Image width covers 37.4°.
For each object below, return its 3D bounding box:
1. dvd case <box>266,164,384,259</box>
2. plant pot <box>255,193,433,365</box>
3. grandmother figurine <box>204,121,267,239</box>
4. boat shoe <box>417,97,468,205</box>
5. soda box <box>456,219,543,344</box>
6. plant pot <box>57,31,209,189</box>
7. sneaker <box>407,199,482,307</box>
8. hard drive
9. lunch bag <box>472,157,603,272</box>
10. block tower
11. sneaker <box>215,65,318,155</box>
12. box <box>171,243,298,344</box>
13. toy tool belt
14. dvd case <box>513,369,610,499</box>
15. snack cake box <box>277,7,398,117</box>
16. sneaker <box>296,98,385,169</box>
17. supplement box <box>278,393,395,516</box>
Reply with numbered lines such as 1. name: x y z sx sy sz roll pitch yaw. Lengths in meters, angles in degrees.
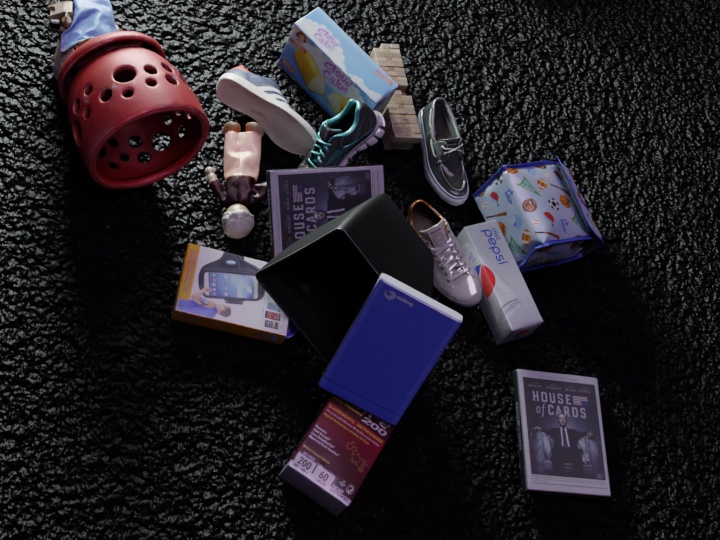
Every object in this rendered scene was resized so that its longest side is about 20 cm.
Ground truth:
1. dvd case: -0.053 -0.093 1.729 0.199 0.025 0.151 -6 96 -23
2. plant pot: 0.000 0.000 1.629 0.200 0.199 0.178 52 42 -14
3. grandmother figurine: -0.192 -0.144 1.729 0.120 0.061 0.201 -2 65 10
4. boat shoe: 0.147 -0.213 1.877 0.072 0.071 0.201 -9 68 -24
5. soda box: 0.229 0.019 1.794 0.068 0.063 0.201 -13 69 -25
6. plant pot: -0.356 -0.255 1.638 0.200 0.201 0.183 -18 69 -27
7. sneaker: 0.133 -0.029 1.762 0.073 0.085 0.201 -32 72 -3
8. hard drive: 0.041 0.117 1.533 0.131 0.201 0.025 28 25 -4
9. lunch bag: 0.327 -0.101 1.862 0.199 0.124 0.171 -7 66 -38
10. block tower: 0.056 -0.308 1.903 0.054 0.058 0.201 -2 63 -21
11. sneaker: -0.146 -0.280 1.806 0.200 0.075 0.085 38 39 -8
12. box: -0.183 0.039 1.645 0.199 0.042 0.120 13 60 -12
13. toy tool belt: -0.445 -0.402 1.724 0.124 0.123 0.201 -1 64 -21
14. dvd case: 0.324 0.263 1.718 0.149 0.025 0.201 8 63 -17
15. snack cake box: -0.041 -0.341 1.847 0.200 0.115 0.067 45 58 6
16. sneaker: -0.052 -0.207 1.753 0.200 0.091 0.078 -47 59 -2
17. supplement box: -0.022 0.249 1.584 0.109 0.061 0.200 34 56 -1
